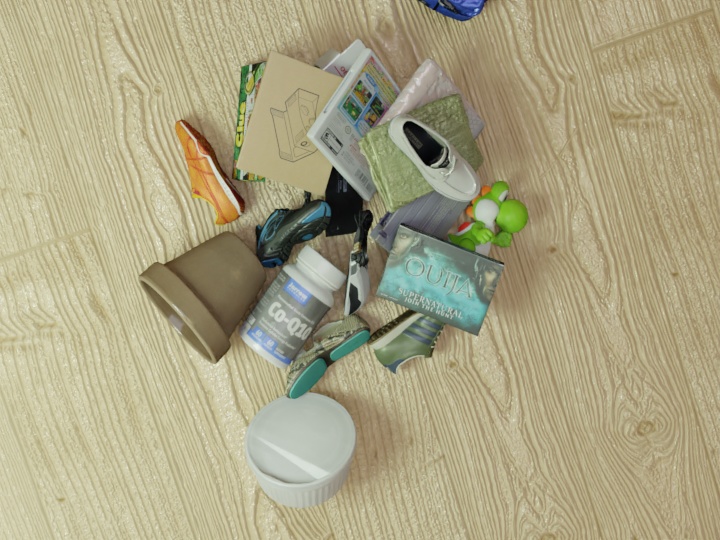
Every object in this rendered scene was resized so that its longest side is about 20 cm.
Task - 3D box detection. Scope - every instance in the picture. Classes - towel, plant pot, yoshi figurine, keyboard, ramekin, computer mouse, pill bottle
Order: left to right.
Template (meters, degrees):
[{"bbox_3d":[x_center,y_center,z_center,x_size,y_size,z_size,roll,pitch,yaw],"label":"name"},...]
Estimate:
[{"bbox_3d":[-0.258,0.031,1.527,0.174,0.200,0.201,-42,96,-18],"label":"plant pot"},{"bbox_3d":[-0.118,0.062,1.562,0.113,0.114,0.202,36,90,-6],"label":"pill bottle"},{"bbox_3d":[-0.103,0.323,1.547,0.197,0.205,0.096,-4,132,-4],"label":"ramekin"},{"bbox_3d":[-0.053,-0.158,1.562,0.124,0.021,0.205,-8,113,-22],"label":"keyboard"},{"bbox_3d":[0.000,0.000,1.546,0.043,0.111,0.202,4,136,-4],"label":"computer mouse"},{"bbox_3d":[0.105,-0.204,1.500,0.197,0.036,0.151,-26,107,-7],"label":"towel"},{"bbox_3d":[0.116,-0.239,1.556,0.190,0.032,0.202,37,90,-38],"label":"towel"},{"bbox_3d":[0.237,-0.060,1.592,0.111,0.112,0.203,29,89,-21],"label":"yoshi figurine"}]

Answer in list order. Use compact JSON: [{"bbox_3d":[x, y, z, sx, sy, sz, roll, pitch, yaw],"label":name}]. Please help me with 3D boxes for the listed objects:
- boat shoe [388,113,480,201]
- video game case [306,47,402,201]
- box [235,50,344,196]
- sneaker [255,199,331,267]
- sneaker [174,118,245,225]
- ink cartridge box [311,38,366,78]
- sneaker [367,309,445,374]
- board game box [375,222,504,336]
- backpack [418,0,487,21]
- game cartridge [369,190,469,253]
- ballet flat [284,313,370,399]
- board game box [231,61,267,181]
[{"bbox_3d":[0.131,-0.186,1.456,0.072,0.066,0.200,-45,108,-1],"label":"boat shoe"},{"bbox_3d":[0.012,-0.249,1.524,0.184,0.023,0.200,-57,138,-9],"label":"video game case"},{"bbox_3d":[-0.107,-0.248,1.489,0.160,0.021,0.204,16,98,-17],"label":"box"},{"bbox_3d":[-0.127,-0.081,1.525,0.072,0.199,0.084,6,61,-43],"label":"sneaker"},{"bbox_3d":[-0.282,-0.173,1.559,0.076,0.073,0.203,-28,92,8],"label":"sneaker"},{"bbox_3d":[-0.055,-0.305,1.551,0.199,0.067,0.116,-41,118,-1],"label":"ink cartridge box"},{"bbox_3d":[0.115,0.115,1.612,0.198,0.067,0.091,-32,103,-2],"label":"sneaker"},{"bbox_3d":[0.139,0.015,1.541,0.196,0.028,0.138,21,105,5],"label":"board game box"},{"bbox_3d":[0.151,-0.542,1.521,0.197,0.163,0.171,26,95,-6],"label":"backpack"},{"bbox_3d":[0.117,-0.108,1.580,0.201,0.038,0.129,-53,132,1],"label":"game cartridge"},{"bbox_3d":[-0.072,0.149,1.595,0.199,0.068,0.075,-39,56,-12],"label":"ballet flat"},{"bbox_3d":[-0.189,-0.260,1.544,0.023,0.104,0.205,3,93,-31],"label":"board game box"}]
